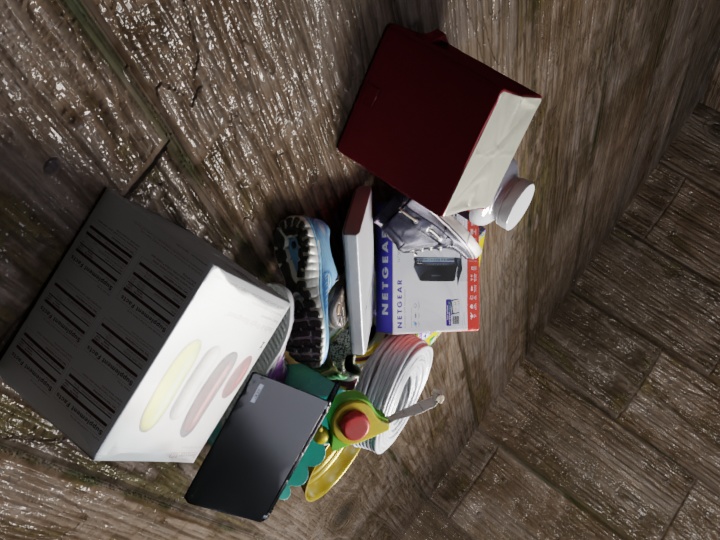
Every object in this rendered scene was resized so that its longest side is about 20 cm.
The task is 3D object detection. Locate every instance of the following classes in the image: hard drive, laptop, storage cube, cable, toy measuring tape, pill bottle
[{"bbox_3d":[0.000,0.000,1.211,0.133,0.026,0.204,-76,166,-55],"label":"hard drive"},{"bbox_3d":[-0.117,0.212,1.063,0.179,0.102,0.200,-60,179,6],"label":"laptop"},{"bbox_3d":[0.107,-0.197,1.106,0.170,0.178,0.203,-13,134,-60],"label":"storage cube"},{"bbox_3d":[0.047,0.196,1.345,0.199,0.068,0.204,-10,120,-68],"label":"cable"},{"bbox_3d":[0.021,0.192,1.182,0.196,0.075,0.074,-22,150,-7],"label":"toy measuring tape"},{"bbox_3d":[0.159,-0.145,1.260,0.112,0.198,0.113,-44,155,-27],"label":"pill bottle"}]

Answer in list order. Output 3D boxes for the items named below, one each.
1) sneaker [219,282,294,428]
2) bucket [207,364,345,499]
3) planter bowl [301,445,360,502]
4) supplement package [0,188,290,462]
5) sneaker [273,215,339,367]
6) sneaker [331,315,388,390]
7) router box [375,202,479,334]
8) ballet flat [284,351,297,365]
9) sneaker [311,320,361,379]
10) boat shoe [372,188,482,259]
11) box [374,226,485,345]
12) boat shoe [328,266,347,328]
[{"bbox_3d":[-0.123,0.101,1.066,0.204,0.071,0.114,-69,168,17],"label":"sneaker"},{"bbox_3d":[-0.124,0.223,1.239,0.207,0.134,0.209,-46,157,-26],"label":"bucket"},{"bbox_3d":[-0.068,0.325,1.570,0.200,0.083,0.202,-45,155,-27],"label":"planter bowl"},{"bbox_3d":[-0.205,0.064,0.830,0.202,0.146,0.191,-58,159,-1],"label":"supplement package"},{"bbox_3d":[-0.056,0.027,1.102,0.089,0.077,0.205,-14,106,-53],"label":"sneaker"},{"bbox_3d":[-0.021,0.151,1.446,0.200,0.075,0.090,-44,137,11],"label":"sneaker"},{"bbox_3d":[0.108,-0.003,1.326,0.176,0.048,0.205,-1,91,-34],"label":"router box"},{"bbox_3d":[-0.130,0.092,1.149,0.063,0.069,0.200,-45,145,-4],"label":"ballet flat"},{"bbox_3d":[-0.042,0.152,1.346,0.077,0.088,0.201,-37,162,-35],"label":"sneaker"},{"bbox_3d":[0.099,-0.055,1.257,0.093,0.075,0.199,-48,126,3],"label":"boat shoe"},{"bbox_3d":[0.114,0.016,1.491,0.193,0.121,0.202,-45,156,-25],"label":"box"},{"bbox_3d":[-0.047,0.032,1.236,0.200,0.071,0.076,-45,136,-79],"label":"boat shoe"}]
